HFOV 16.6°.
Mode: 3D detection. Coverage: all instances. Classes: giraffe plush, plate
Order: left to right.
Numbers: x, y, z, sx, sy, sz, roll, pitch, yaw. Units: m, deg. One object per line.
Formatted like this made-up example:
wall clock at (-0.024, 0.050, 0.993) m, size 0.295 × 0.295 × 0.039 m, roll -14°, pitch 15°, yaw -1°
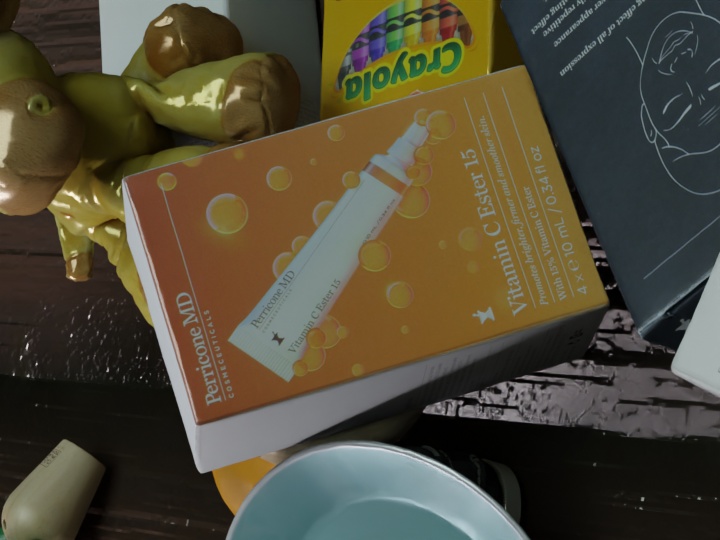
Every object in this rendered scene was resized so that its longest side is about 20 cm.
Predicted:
giraffe plush at (-0.154, -0.072, 1.274) m, size 0.199 × 0.162 × 0.174 m, roll 12°, pitch 86°, yaw 49°
plate at (0.020, 0.174, 1.176) m, size 0.199 × 0.026 × 0.202 m, roll 9°, pitch 108°, yaw 29°

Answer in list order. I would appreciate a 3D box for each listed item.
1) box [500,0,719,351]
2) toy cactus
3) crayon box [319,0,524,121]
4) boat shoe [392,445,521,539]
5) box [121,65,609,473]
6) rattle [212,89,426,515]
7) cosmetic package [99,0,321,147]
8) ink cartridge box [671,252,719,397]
box at (0.173, -0.078, 1.095) m, size 0.148 × 0.107 × 0.201 m, roll -41°, pitch 49°, yaw 29°
toy cactus at (-0.213, 0.169, 1.421) m, size 0.166 × 0.102 × 0.200 m, roll -57°, pitch 14°, yaw -12°
crayon box at (0.040, -0.142, 1.300) m, size 0.126 × 0.051 × 0.202 m, roll -16°, pitch 65°, yaw 42°
boat shoe at (-0.012, 0.138, 1.244) m, size 0.199 × 0.067 × 0.072 m, roll -29°, pitch 58°, yaw 38°
box at (0.000, 0.000, 1.157) m, size 0.098 × 0.199 × 0.125 m, roll 100°, pitch 152°, yaw -73°
rattle at (-0.002, 0.026, 1.269) m, size 0.129 × 0.143 × 0.201 m, roll 12°, pitch 63°, yaw 24°
cosmetic package at (-0.084, -0.105, 1.397) m, size 0.112 × 0.081 × 0.202 m, roll -24°, pitch 59°, yaw 39°
ink cartridge box at (0.243, 0.050, 0.946) m, size 0.200 × 0.145 × 0.085 m, roll 27°, pitch 96°, yaw 47°
